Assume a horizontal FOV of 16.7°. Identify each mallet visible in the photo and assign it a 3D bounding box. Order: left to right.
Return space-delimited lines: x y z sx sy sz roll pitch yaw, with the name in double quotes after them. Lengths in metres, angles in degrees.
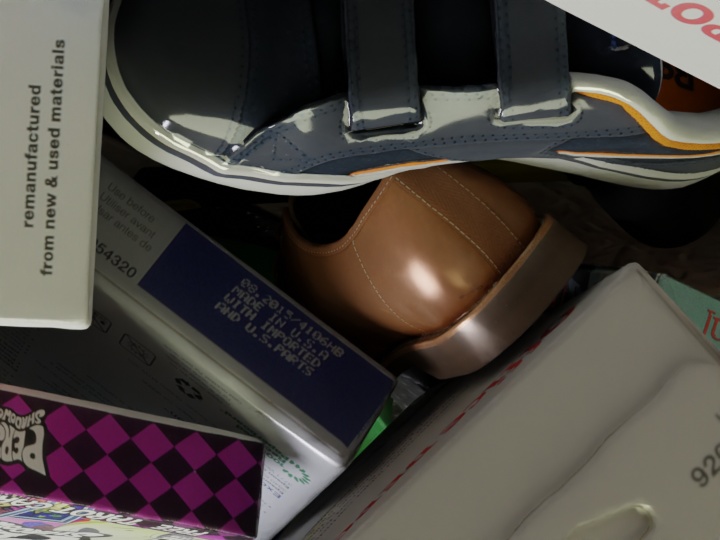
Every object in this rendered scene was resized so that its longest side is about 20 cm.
0.023 -0.028 0.805 0.199 0.041 0.066 -5 158 30 "mallet"

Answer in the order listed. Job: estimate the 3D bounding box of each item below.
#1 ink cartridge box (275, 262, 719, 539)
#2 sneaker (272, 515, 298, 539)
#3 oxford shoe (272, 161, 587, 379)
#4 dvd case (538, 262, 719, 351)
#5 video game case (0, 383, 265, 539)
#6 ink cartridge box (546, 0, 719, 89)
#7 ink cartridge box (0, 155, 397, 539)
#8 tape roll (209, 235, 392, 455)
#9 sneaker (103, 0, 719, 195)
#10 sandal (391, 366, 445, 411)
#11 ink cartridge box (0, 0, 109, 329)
0.048 0.117 0.749 0.145 0.147 0.200 47 159 0 "ink cartridge box"
-0.042 0.125 0.993 0.130 0.080 0.200 -9 156 29 "sneaker"
0.000 0.000 0.778 0.071 0.071 0.200 42 155 -7 "oxford shoe"
0.102 0.031 0.832 0.146 0.022 0.200 24 171 -25 "dvd case"
-0.161 0.058 0.728 0.200 0.036 0.181 16 161 -41 "video game case"
0.157 -0.103 0.543 0.145 0.084 0.200 21 151 -38 "ink cartridge box"
-0.101 0.021 0.810 0.196 0.043 0.200 37 154 -2 "ink cartridge box"
-0.087 0.043 0.961 0.200 0.048 0.201 2 158 1 "tape roll"
0.030 -0.065 0.659 0.199 0.079 0.079 0 165 -23 "sneaker"
0.057 0.055 0.953 0.075 0.048 0.200 26 169 19 "sandal"
-0.168 -0.032 0.598 0.199 0.084 0.144 4 180 -11 "ink cartridge box"
